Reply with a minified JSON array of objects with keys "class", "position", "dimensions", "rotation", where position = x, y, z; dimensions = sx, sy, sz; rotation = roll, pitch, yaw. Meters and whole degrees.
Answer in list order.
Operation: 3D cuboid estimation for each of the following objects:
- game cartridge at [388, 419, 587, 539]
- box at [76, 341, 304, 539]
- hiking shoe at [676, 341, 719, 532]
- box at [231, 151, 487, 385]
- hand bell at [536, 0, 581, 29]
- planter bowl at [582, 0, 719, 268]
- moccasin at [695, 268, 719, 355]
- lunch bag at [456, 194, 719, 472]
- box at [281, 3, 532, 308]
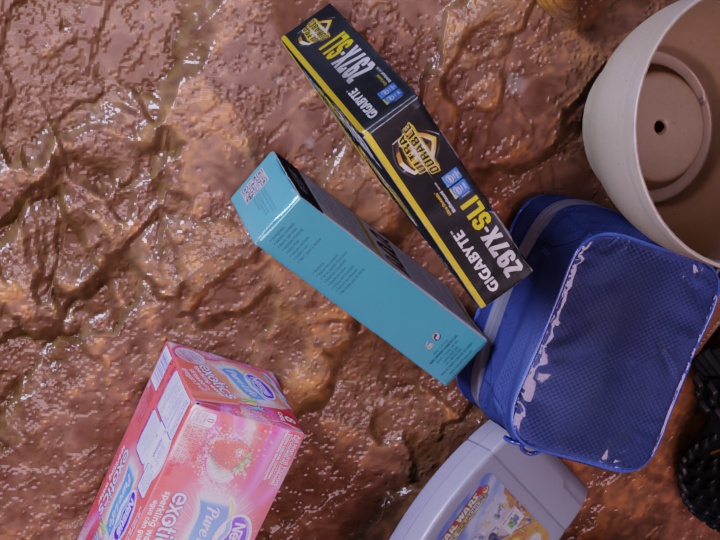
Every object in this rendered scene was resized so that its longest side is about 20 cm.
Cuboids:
[{"class":"game cartridge","position":[0.088,0.216,1.584],"dimensions":[0.200,0.041,0.133],"rotation":[-53,134,-11]},{"class":"box","position":[-0.132,0.170,1.497],"dimensions":[0.094,0.103,0.201],"rotation":[18,108,-24]},{"class":"hiking shoe","position":[0.315,0.131,1.636],"dimensions":[0.087,0.074,0.201],"rotation":[-29,138,-32]},{"class":"box","position":[0.000,0.000,1.466],"dimensions":[0.200,0.082,0.049],"rotation":[37,101,-29]},{"class":"hand bell","position":[0.112,-0.243,1.396],"dimensions":[0.104,0.104,0.200],"rotation":[-34,134,1]},{"class":"planter bowl","position":[0.244,-0.104,1.446],"dimensions":[0.199,0.135,0.201],"rotation":[-2,96,-26]},{"class":"moccasin","position":[0.310,-0.014,1.569],"dimensions":[0.078,0.074,0.202],"rotation":[33,93,-20]},{"class":"lunch bag","position":[0.164,0.051,1.514],"dimensions":[0.135,0.132,0.201],"rotation":[19,100,-23]},{"class":"box","position":[0.029,-0.082,1.367],"dimensions":[0.049,0.200,0.160],"rotation":[-34,121,-1]}]
